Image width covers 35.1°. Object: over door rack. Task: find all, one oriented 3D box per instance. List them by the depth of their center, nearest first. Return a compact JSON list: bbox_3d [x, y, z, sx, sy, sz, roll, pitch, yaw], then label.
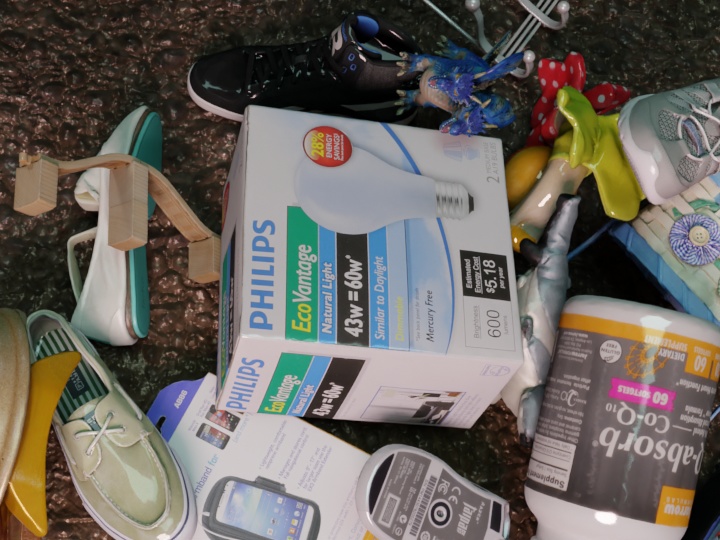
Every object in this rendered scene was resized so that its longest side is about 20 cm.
[{"bbox_3d":[0.106,-0.285,1.031,0.200,0.067,0.148,34,66,5],"label":"over door rack"}]

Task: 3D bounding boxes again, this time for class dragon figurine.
[{"bbox_3d":[0.094,-0.146,0.895,0.099,0.059,0.200,19,25,32],"label":"dragon figurine"}]

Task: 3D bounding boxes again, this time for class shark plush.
[{"bbox_3d":[0.144,0.041,0.867,0.083,0.091,0.201,-3,95,-16],"label":"shark plush"}]

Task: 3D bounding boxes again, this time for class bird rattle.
[{"bbox_3d":[0.152,-0.095,0.918,0.112,0.200,0.163,33,102,-19],"label":"bird rattle"}]

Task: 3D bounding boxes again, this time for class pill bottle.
[{"bbox_3d":[0.178,0.125,0.788,0.116,0.116,0.201,13,86,-4],"label":"pill bottle"}]

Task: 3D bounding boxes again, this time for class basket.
[{"bbox_3d":[0.245,0.024,0.898,0.176,0.139,0.200,46,103,11],"label":"basket"}]

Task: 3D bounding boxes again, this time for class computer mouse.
[{"bbox_3d":[0.073,0.185,0.820,0.200,0.044,0.110,32,70,-21],"label":"computer mouse"}]

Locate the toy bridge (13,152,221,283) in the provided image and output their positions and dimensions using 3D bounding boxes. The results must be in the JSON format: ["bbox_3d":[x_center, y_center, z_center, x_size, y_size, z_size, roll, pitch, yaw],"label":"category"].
[{"bbox_3d":[-0.171,-0.049,0.832,0.027,0.200,0.067,-15,66,30],"label":"toy bridge"}]

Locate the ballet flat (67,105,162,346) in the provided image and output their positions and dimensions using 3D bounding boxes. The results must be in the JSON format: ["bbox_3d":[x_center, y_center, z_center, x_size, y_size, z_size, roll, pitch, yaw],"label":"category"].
[{"bbox_3d":[-0.195,-0.038,0.886,0.069,0.069,0.201,3,69,-8],"label":"ballet flat"}]

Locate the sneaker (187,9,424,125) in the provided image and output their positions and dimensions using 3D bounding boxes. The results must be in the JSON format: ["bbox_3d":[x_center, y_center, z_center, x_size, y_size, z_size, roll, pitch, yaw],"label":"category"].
[{"bbox_3d":[-0.041,-0.175,0.936,0.199,0.112,0.073,3,66,-8],"label":"sneaker"}]

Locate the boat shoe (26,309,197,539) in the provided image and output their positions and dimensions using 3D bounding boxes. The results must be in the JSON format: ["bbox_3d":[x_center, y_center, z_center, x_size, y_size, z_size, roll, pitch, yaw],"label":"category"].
[{"bbox_3d":[-0.184,0.112,0.791,0.072,0.062,0.200,-36,64,-10],"label":"boat shoe"}]

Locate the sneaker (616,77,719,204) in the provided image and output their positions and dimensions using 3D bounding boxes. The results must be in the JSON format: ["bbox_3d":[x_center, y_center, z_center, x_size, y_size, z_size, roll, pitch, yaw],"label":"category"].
[{"bbox_3d":[0.250,-0.109,0.814,0.200,0.082,0.075,-34,99,-47],"label":"sneaker"}]

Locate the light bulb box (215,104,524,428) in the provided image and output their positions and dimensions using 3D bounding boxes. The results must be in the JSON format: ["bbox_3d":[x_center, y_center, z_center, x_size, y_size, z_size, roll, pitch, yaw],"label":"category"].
[{"bbox_3d":[0.000,0.000,0.845,0.199,0.125,0.199,5,58,-13],"label":"light bulb box"}]

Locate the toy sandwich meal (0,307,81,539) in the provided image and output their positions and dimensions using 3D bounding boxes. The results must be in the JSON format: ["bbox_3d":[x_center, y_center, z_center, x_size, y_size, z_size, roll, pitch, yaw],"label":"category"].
[{"bbox_3d":[-0.247,0.126,0.760,0.070,0.205,0.206,20,62,-34],"label":"toy sandwich meal"}]

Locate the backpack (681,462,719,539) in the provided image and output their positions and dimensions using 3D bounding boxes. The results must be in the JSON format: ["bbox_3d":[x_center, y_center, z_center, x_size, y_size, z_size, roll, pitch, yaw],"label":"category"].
[{"bbox_3d":[0.317,0.247,0.811,0.200,0.135,0.183,42,68,6],"label":"backpack"}]

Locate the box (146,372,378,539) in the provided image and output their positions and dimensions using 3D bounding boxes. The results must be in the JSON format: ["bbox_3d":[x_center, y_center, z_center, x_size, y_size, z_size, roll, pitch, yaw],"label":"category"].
[{"bbox_3d":[-0.073,0.163,0.833,0.199,0.042,0.119,26,66,5],"label":"box"}]
